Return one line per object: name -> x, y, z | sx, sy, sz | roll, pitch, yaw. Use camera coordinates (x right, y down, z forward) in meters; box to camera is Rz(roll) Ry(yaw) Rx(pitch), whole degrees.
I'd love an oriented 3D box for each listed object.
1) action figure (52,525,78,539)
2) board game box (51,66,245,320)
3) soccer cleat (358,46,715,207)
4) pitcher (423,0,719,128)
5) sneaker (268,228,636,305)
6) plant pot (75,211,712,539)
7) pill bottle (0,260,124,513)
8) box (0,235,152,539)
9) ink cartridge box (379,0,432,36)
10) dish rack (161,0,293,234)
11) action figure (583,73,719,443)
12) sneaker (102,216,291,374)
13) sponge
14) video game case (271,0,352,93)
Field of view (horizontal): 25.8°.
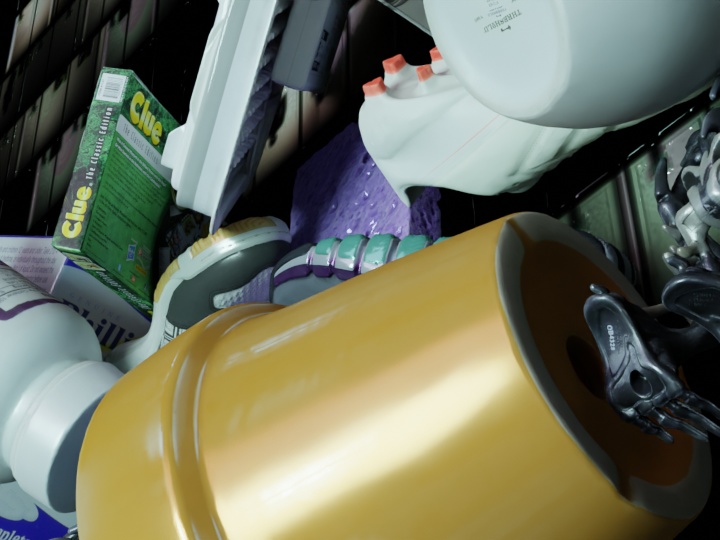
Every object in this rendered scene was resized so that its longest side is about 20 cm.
action figure -> -0.172, 0.201, 0.881 | 0.198, 0.103, 0.119 | -18, 5, -1
board game box -> -0.119, -0.031, 0.928 | 0.023, 0.200, 0.106 | 11, 75, 18
soccer cleat -> 0.090, -0.078, 0.767 | 0.198, 0.078, 0.069 | -7, 28, 34
pitcher -> 0.111, -0.131, 0.654 | 0.199, 0.122, 0.171 | -29, 4, -30
sneaker -> 0.030, 0.032, 0.727 | 0.199, 0.074, 0.089 | -5, 70, 40
plant pot -> 0.025, 0.078, 0.603 | 0.183, 0.199, 0.202 | -36, 38, 28
pill bottle -> -0.221, 0.052, 0.908 | 0.199, 0.112, 0.113 | 31, 92, 24
box -> -0.224, 0.086, 1.063 | 0.183, 0.104, 0.202 | 3, 69, 56
ink cartridge box -> 0.037, -0.189, 0.666 | 0.086, 0.200, 0.147 | 46, 102, 19
dish rack -> -0.065, -0.122, 0.885 | 0.200, 0.043, 0.173 | -78, 7, -75
action figure -> 0.156, -0.017, 0.577 | 0.119, 0.102, 0.200 | -39, 10, 46
sneaker -> -0.086, 0.053, 0.913 | 0.200, 0.075, 0.088 | -51, 58, 37
sponge -> 0.000, 0.000, 0.866 | 0.111, 0.030, 0.202 | -35, 39, 39
video game case -> -0.010, -0.195, 0.924 | 0.200, 0.023, 0.184 | -71, -2, -84
